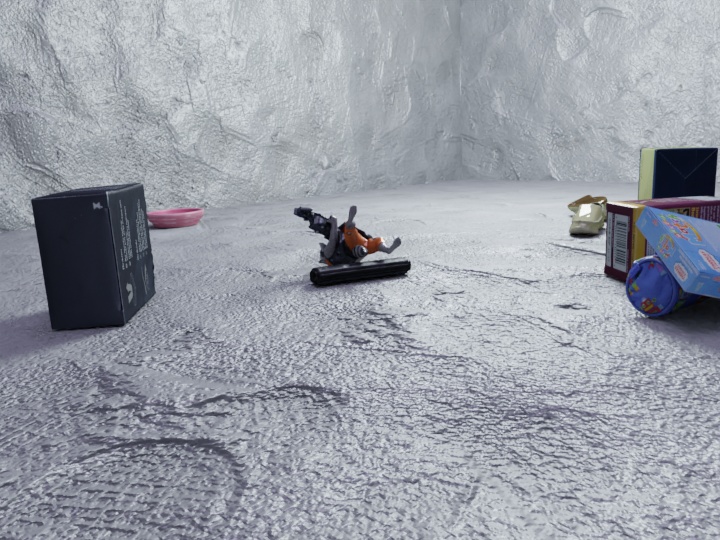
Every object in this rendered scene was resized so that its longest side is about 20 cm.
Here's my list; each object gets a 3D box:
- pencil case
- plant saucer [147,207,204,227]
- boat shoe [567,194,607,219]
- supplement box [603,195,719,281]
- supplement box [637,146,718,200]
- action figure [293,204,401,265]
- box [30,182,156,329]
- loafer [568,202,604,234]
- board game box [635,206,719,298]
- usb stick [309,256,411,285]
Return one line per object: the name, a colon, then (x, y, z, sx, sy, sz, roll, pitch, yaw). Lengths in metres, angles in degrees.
pencil case: (0.460, 0.007, 0.890, 0.197, 0.079, 0.087, -11, 49, -37)
plant saucer: (-0.647, -0.184, 2.172, 0.196, 0.052, 0.201, -3, 12, 1)
boat shoe: (0.677, -0.181, 1.842, 0.072, 0.063, 0.200, -29, 9, 2)
supplement box: (0.531, -0.056, 1.057, 0.195, 0.134, 0.103, -3, 11, -7)
supplement box: (0.766, -0.198, 1.514, 0.131, 0.205, 0.200, 1, 11, 14)
action figure: (-0.040, -0.057, 1.209, 0.197, 0.107, 0.193, 21, -25, -21)
box: (-0.419, -0.031, 0.999, 0.115, 0.201, 0.200, -4, 12, -4)
loafer: (0.579, -0.134, 1.584, 0.074, 0.070, 0.199, 3, 13, 28)
board game box: (0.492, -0.015, 0.835, 0.196, 0.037, 0.153, 12, 36, -13)
usb stick: (0.000, 0.000, 1.167, 0.196, 0.033, 0.055, -8, 4, -21)
